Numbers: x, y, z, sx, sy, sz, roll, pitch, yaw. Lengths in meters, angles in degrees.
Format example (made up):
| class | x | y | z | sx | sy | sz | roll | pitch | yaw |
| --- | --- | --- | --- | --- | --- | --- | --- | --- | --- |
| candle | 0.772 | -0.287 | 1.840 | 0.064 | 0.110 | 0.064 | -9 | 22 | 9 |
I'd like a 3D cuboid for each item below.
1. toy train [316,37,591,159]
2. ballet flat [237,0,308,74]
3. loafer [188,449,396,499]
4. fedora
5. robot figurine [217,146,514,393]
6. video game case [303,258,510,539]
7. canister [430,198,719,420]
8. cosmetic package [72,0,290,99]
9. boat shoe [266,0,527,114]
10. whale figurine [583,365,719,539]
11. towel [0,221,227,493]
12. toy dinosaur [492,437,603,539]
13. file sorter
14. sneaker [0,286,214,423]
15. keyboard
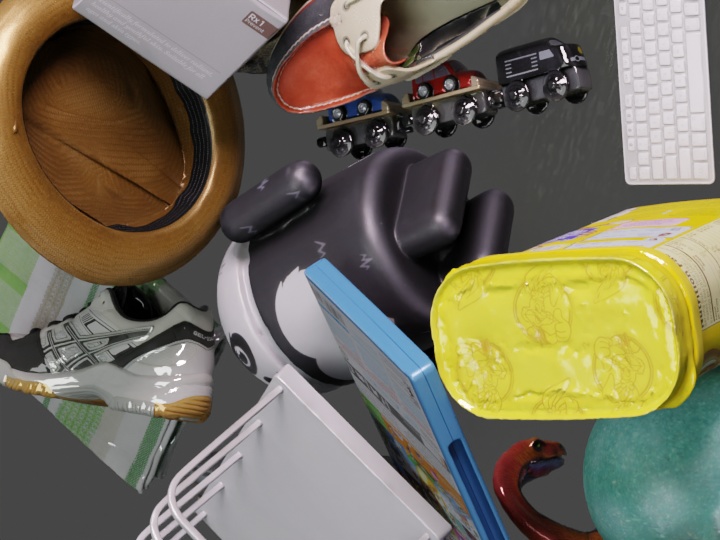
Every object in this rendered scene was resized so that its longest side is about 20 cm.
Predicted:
| class | x | y | z | sx | sy | sz | roll | pitch | yaw |
| --- | --- | --- | --- | --- | --- | --- | --- | --- | --- |
| toy train | 0.053 | -0.107 | 1.348 | 0.199 | 0.034 | 0.046 | -13 | 82 | 35 |
| ballet flat | -0.031 | -0.186 | 1.361 | 0.200 | 0.075 | 0.068 | -40 | 78 | 34 |
| loafer | -0.028 | 0.158 | 1.449 | 0.198 | 0.072 | 0.064 | 1 | 108 | 32 |
| fedora | -0.165 | -0.086 | 1.333 | 0.082 | 0.199 | 0.203 | -1 | 101 | 53 |
| robot figurine | 0.001 | 0.002 | 1.355 | 0.199 | 0.124 | 0.151 | -26 | 87 | 35 |
| video game case | 0.037 | 0.100 | 1.268 | 0.143 | 0.018 | 0.201 | 43 | 161 | 54 |
| canister | 0.152 | 0.016 | 1.208 | 0.147 | 0.199 | 0.087 | -4 | 100 | 35 |
| cosmetic package | -0.099 | -0.212 | 1.316 | 0.106 | 0.201 | 0.090 | 34 | 129 | -23 |
| boat shoe | 0.023 | -0.146 | 1.313 | 0.199 | 0.063 | 0.071 | -28 | 119 | 22 |
| whale figurine | 0.210 | 0.088 | 1.212 | 0.199 | 0.160 | 0.104 | -35 | 113 | 23 |
| towel | -0.190 | 0.042 | 1.559 | 0.200 | 0.031 | 0.150 | 40 | 118 | 23 |
| toy dinosaur | 0.157 | 0.174 | 1.280 | 0.181 | 0.105 | 0.200 | 44 | 164 | -15 |
| file sorter | -0.062 | 0.184 | 1.337 | 0.139 | 0.124 | 0.200 | 44 | 146 | 9 |
| sneaker | -0.177 | 0.050 | 1.501 | 0.199 | 0.075 | 0.089 | 6 | 86 | 32 |
| keyboard | 0.174 | -0.150 | 1.270 | 0.056 | 0.011 | 0.202 | 2 | 103 | 34 |
